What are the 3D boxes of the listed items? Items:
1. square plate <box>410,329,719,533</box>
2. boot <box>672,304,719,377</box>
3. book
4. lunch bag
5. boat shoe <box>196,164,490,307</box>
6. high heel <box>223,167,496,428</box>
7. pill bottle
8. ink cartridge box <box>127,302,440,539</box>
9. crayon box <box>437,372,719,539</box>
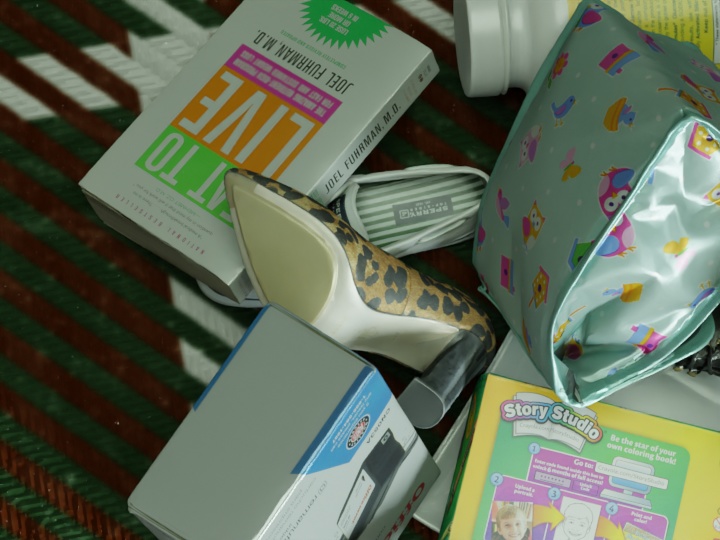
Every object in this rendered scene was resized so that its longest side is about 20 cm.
[{"bbox_3d":[0.160,0.120,1.722,0.200,0.028,0.198,31,77,4],"label":"square plate"},{"bbox_3d":[0.252,0.071,1.672,0.138,0.078,0.200,2,36,-13],"label":"boot"},{"bbox_3d":[-0.062,-0.087,1.723,0.134,0.048,0.200,31,73,30],"label":"book"},{"bbox_3d":[0.152,-0.033,1.640,0.122,0.170,0.200,21,111,-29],"label":"lunch bag"},{"bbox_3d":[-0.011,-0.033,1.727,0.200,0.067,0.074,-19,79,-7],"label":"boat shoe"},{"bbox_3d":[0.000,0.000,1.685,0.071,0.143,0.200,-41,93,26],"label":"high heel"},{"bbox_3d":[0.163,-0.161,1.741,0.200,0.112,0.113,-5,78,-5],"label":"pill bottle"},{"bbox_3d":[-0.040,0.129,1.613,0.084,0.200,0.145,29,78,22],"label":"ink cartridge box"},{"bbox_3d":[0.155,0.146,1.672,0.200,0.058,0.119,14,77,0],"label":"crayon box"}]
